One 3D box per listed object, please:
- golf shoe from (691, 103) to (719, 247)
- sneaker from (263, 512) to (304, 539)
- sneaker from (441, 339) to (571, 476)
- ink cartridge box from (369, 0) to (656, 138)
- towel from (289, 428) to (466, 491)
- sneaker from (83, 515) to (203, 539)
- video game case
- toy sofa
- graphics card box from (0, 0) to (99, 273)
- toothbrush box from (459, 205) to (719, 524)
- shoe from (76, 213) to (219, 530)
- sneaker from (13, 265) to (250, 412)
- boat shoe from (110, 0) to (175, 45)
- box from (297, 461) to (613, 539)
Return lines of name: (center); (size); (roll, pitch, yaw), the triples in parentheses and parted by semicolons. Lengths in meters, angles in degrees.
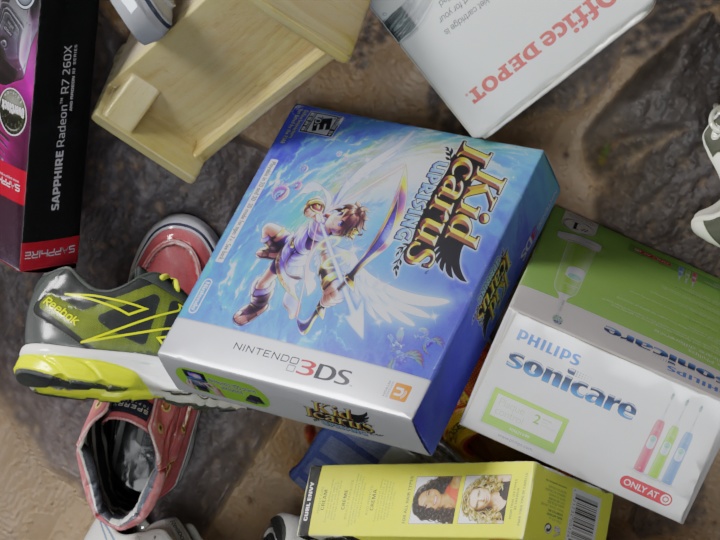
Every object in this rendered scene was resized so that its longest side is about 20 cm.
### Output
golf shoe: (0.251, -0.098, 1.623); (0.088, 0.077, 0.201); (10, 109, 16)
sneaker: (-0.040, 0.259, 1.801); (0.081, 0.075, 0.201); (8, 118, -16)
sneaker: (0.061, 0.072, 1.715); (0.200, 0.077, 0.073); (39, 111, -2)
ink cartridge box: (0.070, -0.203, 1.620); (0.146, 0.083, 0.200); (-36, 96, 19)
towel: (0.055, 0.160, 1.737); (0.200, 0.024, 0.147); (35, 148, 1)
sneaker: (-0.123, 0.214, 1.765); (0.200, 0.074, 0.088); (27, 104, 38)
video game case: (0.000, 0.000, 1.623); (0.180, 0.201, 0.046); (13, 151, 28)
toy sofa: (-0.075, -0.145, 1.637); (0.083, 0.098, 0.200); (32, 143, -19)
graphics card box: (-0.223, -0.112, 1.695); (0.125, 0.051, 0.201); (28, 117, 45)
toothbrush box: (0.155, 0.052, 1.623); (0.145, 0.200, 0.086); (24, 110, 3)
shoe: (-0.134, 0.068, 1.745); (0.071, 0.091, 0.201); (14, 110, 7)
sneaker: (-0.116, 0.040, 1.683); (0.199, 0.074, 0.085); (5, 78, -17)
boat shoe: (-0.144, -0.235, 1.625); (0.067, 0.074, 0.201); (-26, 70, 9)
box: (0.055, 0.148, 1.627); (0.199, 0.075, 0.050); (-6, 67, 46)
